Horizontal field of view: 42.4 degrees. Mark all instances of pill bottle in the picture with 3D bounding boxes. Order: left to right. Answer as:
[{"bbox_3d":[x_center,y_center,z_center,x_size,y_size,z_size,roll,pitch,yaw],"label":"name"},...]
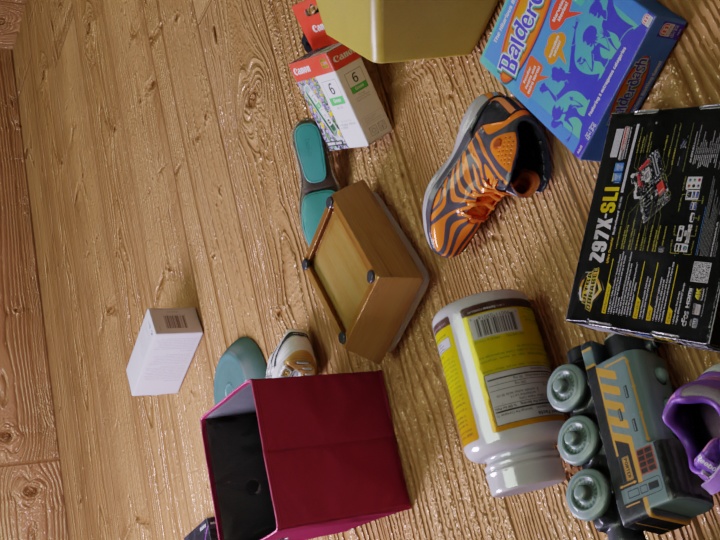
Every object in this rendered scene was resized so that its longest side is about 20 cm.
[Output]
[{"bbox_3d":[0.149,0.128,0.969,0.109,0.109,0.200,-40,56,52],"label":"pill bottle"}]

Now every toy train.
[{"bbox_3d":[0.240,0.146,0.835,0.114,0.085,0.200,-36,44,38],"label":"toy train"}]

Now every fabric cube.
[{"bbox_3d":[-0.081,0.260,1.263,0.196,0.199,0.200,-39,58,51],"label":"fabric cube"}]

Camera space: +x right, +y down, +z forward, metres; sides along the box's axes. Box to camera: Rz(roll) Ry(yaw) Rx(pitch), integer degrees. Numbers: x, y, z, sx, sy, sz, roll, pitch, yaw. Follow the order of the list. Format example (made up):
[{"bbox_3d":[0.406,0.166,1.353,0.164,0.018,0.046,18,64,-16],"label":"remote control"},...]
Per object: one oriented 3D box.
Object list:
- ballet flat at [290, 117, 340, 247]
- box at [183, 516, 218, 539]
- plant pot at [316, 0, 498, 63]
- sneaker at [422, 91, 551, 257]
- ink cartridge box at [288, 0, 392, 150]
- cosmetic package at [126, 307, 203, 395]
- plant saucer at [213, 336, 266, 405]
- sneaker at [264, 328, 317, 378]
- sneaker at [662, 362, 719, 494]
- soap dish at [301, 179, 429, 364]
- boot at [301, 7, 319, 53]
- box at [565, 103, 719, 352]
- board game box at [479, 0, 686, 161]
[{"bbox_3d":[-0.057,-0.123,1.352,0.065,0.070,0.200,-57,-36,-75],"label":"ballet flat"},{"bbox_3d":[-0.281,0.580,1.751,0.143,0.036,0.200,-48,50,48],"label":"box"},{"bbox_3d":[0.050,-0.346,1.065,0.200,0.200,0.177,44,139,49],"label":"plant pot"},{"bbox_3d":[0.137,-0.087,1.016,0.112,0.077,0.200,49,130,48],"label":"sneaker"},{"bbox_3d":[-0.041,-0.263,1.248,0.109,0.050,0.200,5,126,58],"label":"ink cartridge box"},{"bbox_3d":[-0.398,0.165,1.878,0.200,0.101,0.071,-61,42,38],"label":"cosmetic package"},{"bbox_3d":[-0.217,0.218,1.642,0.200,0.036,0.200,0,90,58],"label":"plant saucer"},{"bbox_3d":[-0.118,0.175,1.462,0.088,0.076,0.200,-102,33,-47],"label":"sneaker"},{"bbox_3d":[0.309,0.160,0.727,0.200,0.088,0.081,60,136,38],"label":"sneaker"},{"bbox_3d":[0.000,0.000,1.239,0.200,0.081,0.157,61,139,40],"label":"soap dish"},{"bbox_3d":[-0.029,-0.419,1.291,0.198,0.073,0.163,-38,61,44],"label":"boot"},{"bbox_3d":[0.267,-0.039,0.794,0.160,0.049,0.200,7,84,60],"label":"box"},{"bbox_3d":[0.211,-0.226,0.924,0.200,0.045,0.152,57,136,43],"label":"board game box"}]
